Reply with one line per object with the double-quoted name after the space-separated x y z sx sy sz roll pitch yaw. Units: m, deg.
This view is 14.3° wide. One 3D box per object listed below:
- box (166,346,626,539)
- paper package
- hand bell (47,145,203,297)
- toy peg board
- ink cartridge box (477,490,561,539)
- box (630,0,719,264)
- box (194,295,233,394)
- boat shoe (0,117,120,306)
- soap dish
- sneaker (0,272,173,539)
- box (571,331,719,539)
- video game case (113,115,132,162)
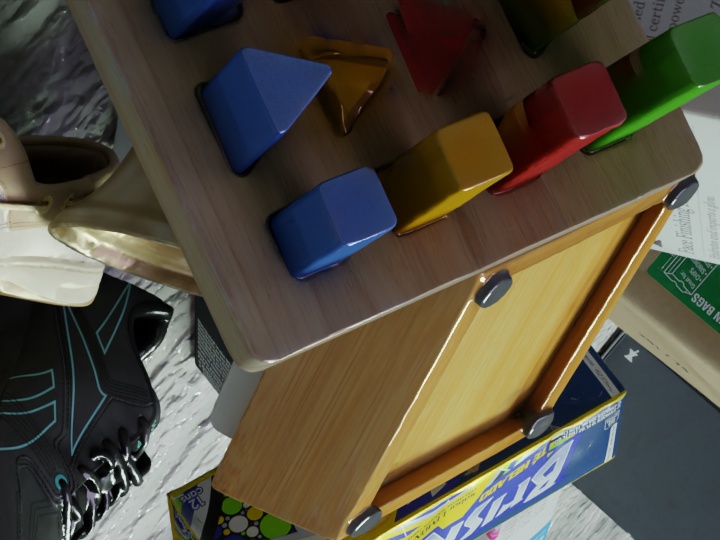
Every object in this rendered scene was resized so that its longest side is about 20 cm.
0.018 0.090 1.270 0.200 0.070 0.064 -29 154 -16 "box"
0.200 0.007 1.606 0.104 0.200 0.191 -50 158 0 "paper package"
-0.036 -0.094 1.045 0.104 0.104 0.200 38 66 -69 "hand bell"
0.016 -0.100 0.981 0.199 0.200 0.098 -23 175 -28 "toy peg board"
0.056 0.081 1.559 0.068 0.115 0.200 -36 156 -31 "ink cartridge box"
0.158 -0.127 1.286 0.199 0.130 0.200 64 41 -70 "box"
0.000 0.000 1.304 0.122 0.106 0.200 -29 153 -21 "box"
-0.151 -0.033 1.032 0.200 0.074 0.069 9 103 -66 "boat shoe"
0.038 0.010 1.133 0.157 0.081 0.200 -25 153 -40 "soap dish"
-0.117 0.066 1.102 0.200 0.079 0.075 -86 -170 -45 "sneaker"
0.238 0.150 1.923 0.104 0.200 0.182 -51 159 5 "box"
-0.019 -0.146 1.153 0.182 0.023 0.200 -35 155 -33 "video game case"
